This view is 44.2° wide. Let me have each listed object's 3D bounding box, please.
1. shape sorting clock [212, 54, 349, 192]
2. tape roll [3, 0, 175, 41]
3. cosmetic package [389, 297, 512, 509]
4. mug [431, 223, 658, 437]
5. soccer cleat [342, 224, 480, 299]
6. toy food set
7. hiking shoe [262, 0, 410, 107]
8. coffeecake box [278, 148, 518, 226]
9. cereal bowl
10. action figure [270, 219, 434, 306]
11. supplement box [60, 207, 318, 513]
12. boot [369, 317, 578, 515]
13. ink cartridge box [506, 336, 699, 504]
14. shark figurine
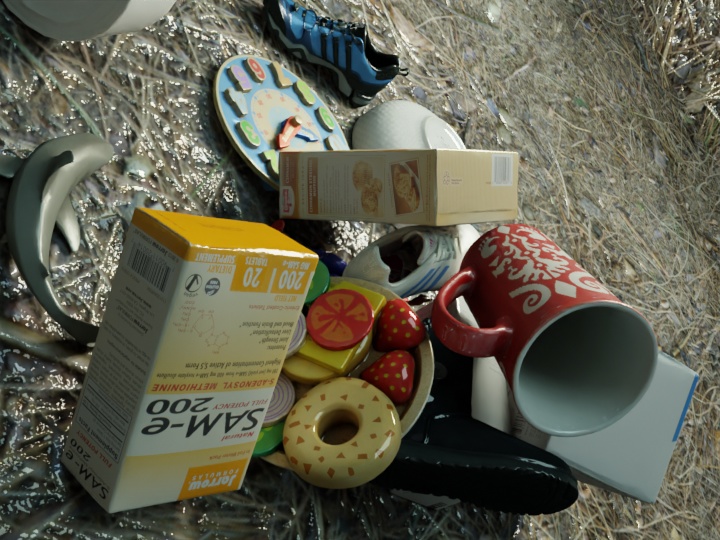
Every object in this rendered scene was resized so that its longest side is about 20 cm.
[{"bbox_3d":[-0.082,-0.162,1.005,0.199,0.039,0.201,32,43,-35],"label":"shape sorting clock"},{"bbox_3d":[-0.243,-0.304,0.766,0.203,0.202,0.071,57,35,-3],"label":"tape roll"},{"bbox_3d":[0.091,0.137,0.940,0.081,0.113,0.201,31,42,-34],"label":"cosmetic package"},{"bbox_3d":[0.157,0.031,0.829,0.177,0.134,0.200,35,15,-25],"label":"mug"},{"bbox_3d":[0.069,-0.015,0.901,0.199,0.086,0.070,-23,73,-39],"label":"soccer cleat"},{"bbox_3d":[-0.036,0.084,0.775,0.201,0.197,0.049,-59,156,-27],"label":"toy food set"},{"bbox_3d":[-0.033,-0.296,1.124,0.199,0.086,0.075,32,43,-34],"label":"hiking shoe"},{"bbox_3d":[0.038,-0.087,0.915,0.153,0.199,0.074,-8,100,-51],"label":"coffeecake box"},{"bbox_3d":[0.086,-0.140,1.164,0.200,0.083,0.201,33,42,-35],"label":"cereal bowl"},{"bbox_3d":[0.000,0.000,0.942,0.199,0.099,0.066,28,48,-41],"label":"action figure"},{"bbox_3d":[-0.123,0.065,0.648,0.073,0.201,0.126,29,16,38],"label":"supplement box"},{"bbox_3d":[0.100,0.126,0.820,0.199,0.077,0.169,10,48,-2],"label":"boot"},{"bbox_3d":[0.229,0.144,0.969,0.144,0.200,0.148,27,79,-17],"label":"ink cartridge box"},{"bbox_3d":[-0.234,-0.044,0.685,0.128,0.089,0.216,19,49,-42],"label":"shark figurine"}]
